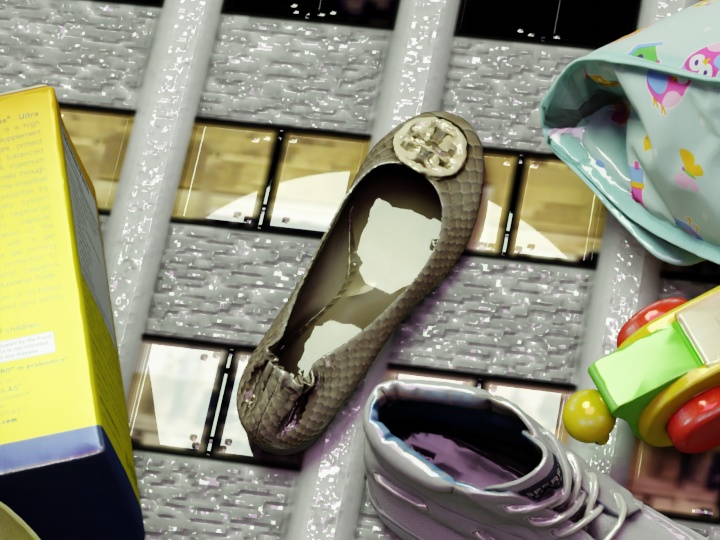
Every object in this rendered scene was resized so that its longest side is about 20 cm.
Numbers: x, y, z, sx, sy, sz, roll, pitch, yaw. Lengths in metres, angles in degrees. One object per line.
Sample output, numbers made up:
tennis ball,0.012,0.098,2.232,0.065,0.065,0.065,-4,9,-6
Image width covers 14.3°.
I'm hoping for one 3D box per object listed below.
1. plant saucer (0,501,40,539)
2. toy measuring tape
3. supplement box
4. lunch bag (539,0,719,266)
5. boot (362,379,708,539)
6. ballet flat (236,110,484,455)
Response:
plant saucer,-0.206,0.187,1.249,0.031,0.200,0.200,-9,53,48
toy measuring tape,0.185,0.032,1.340,0.200,0.074,0.074,-27,62,-4
supplement box,-0.176,0.031,1.369,0.109,0.109,0.200,-12,61,1
lunch bag,0.201,-0.082,1.344,0.170,0.122,0.200,-29,24,-26
boot,0.088,0.114,1.296,0.200,0.096,0.074,21,67,17
ballet flat,0.000,0.000,1.396,0.067,0.046,0.200,27,69,19
